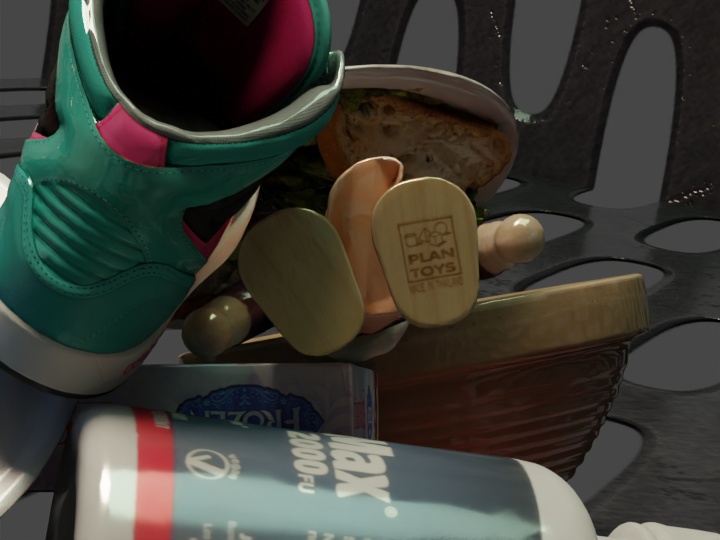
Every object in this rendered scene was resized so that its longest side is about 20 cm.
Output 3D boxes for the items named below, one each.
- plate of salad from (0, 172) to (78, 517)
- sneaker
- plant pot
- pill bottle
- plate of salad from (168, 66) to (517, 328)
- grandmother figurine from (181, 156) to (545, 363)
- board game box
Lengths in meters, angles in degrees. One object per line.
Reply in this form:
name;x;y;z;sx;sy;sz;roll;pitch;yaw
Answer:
plate of salad;-0.180;0.030;0.763;0.199;0.048;0.201;0;48;0
sneaker;-0.052;-0.059;0.773;0.083;0.121;0.200;30;29;-6
plant pot;0.029;0.062;1.081;0.200;0.093;0.201;-11;-1;0
pill bottle;0.008;0.109;0.744;0.199;0.120;0.120;8;8;-11
plate of salad;-0.033;-0.016;0.974;0.199;0.048;0.200;-15;-22;-6
grandmother figurine;0.000;0.000;0.837;0.120;0.061;0.200;-5;-2;-6
board game box;-0.096;0.054;0.888;0.198;0.041;0.200;-1;-3;3
